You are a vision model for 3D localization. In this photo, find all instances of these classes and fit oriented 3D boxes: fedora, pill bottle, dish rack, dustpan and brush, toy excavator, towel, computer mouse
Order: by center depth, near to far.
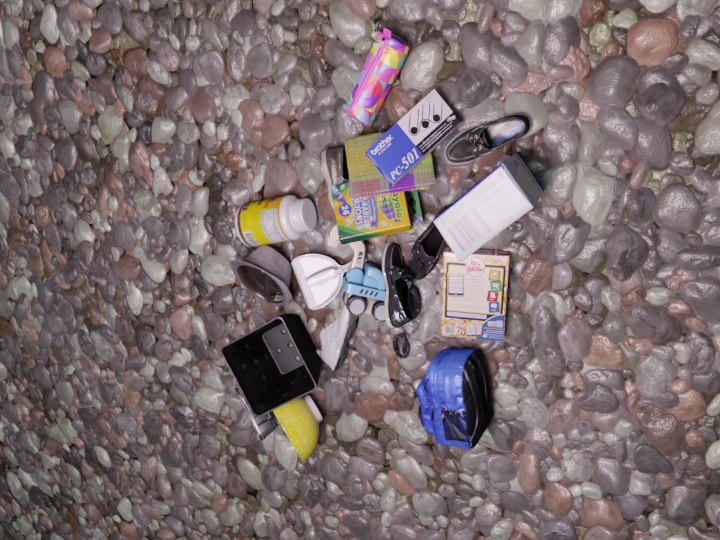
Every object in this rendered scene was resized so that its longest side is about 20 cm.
[{"bbox_3d":[0.062,-0.238,1.290,0.194,0.023,0.148,-9,80,4],"label":"towel"},{"bbox_3d":[0.000,0.000,1.393,0.189,0.100,0.206,13,98,-11],"label":"toy excavator"},{"bbox_3d":[0.113,0.128,1.443,0.057,0.034,0.205,9,115,3],"label":"computer mouse"},{"bbox_3d":[-0.211,-0.127,1.460,0.195,0.109,0.112,-7,104,25],"label":"pill bottle"},{"bbox_3d":[-0.071,0.006,1.464,0.195,0.057,0.143,-22,95,8],"label":"dustpan and brush"},{"bbox_3d":[-0.239,0.003,1.496,0.173,0.092,0.202,13,149,28],"label":"fedora"},{"bbox_3d":[-0.280,0.384,1.609,0.054,0.200,0.156,-27,82,-9],"label":"dish rack"}]

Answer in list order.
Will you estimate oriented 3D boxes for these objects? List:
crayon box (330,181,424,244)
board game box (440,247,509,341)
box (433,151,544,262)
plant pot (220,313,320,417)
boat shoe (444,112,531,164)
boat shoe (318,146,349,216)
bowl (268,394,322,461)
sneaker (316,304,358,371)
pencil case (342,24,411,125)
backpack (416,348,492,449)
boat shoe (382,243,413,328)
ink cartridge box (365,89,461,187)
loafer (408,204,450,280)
[{"bbox_3d":[0.038,-0.145,1.313,0.194,0.052,0.130,-11,80,3],"label":"crayon box"},{"bbox_3d":[0.261,0.055,1.328,0.147,0.046,0.206,4,108,13],"label":"board game box"},{"bbox_3d":[0.267,-0.134,1.191,0.183,0.199,0.106,-39,88,28],"label":"box"},{"bbox_3d":[-0.213,0.227,1.522,0.196,0.177,0.203,-27,94,16],"label":"plant pot"},{"bbox_3d":[0.263,-0.280,1.229,0.196,0.057,0.070,-20,98,28],"label":"boat shoe"},{"bbox_3d":[-0.038,-0.197,1.381,0.072,0.074,0.205,-14,101,27],"label":"boat shoe"},{"bbox_3d":[-0.167,0.406,1.594,0.106,0.200,0.203,-31,93,-13],"label":"bowl"},{"bbox_3d":[-0.065,0.165,1.509,0.086,0.074,0.204,29,115,18],"label":"sneaker"},{"bbox_3d":[0.033,-0.425,1.273,0.087,0.088,0.203,33,117,11],"label":"pencil case"},{"bbox_3d":[0.216,0.290,1.369,0.163,0.162,0.206,0,107,27],"label":"backpack"},{"bbox_3d":[0.093,0.030,1.358,0.065,0.074,0.205,-13,66,37],"label":"boat shoe"},{"bbox_3d":[0.113,-0.284,1.251,0.199,0.044,0.094,-42,87,-1],"label":"ink cartridge box"},{"bbox_3d":[0.160,-0.060,1.340,0.071,0.063,0.203,34,116,10],"label":"loafer"}]
